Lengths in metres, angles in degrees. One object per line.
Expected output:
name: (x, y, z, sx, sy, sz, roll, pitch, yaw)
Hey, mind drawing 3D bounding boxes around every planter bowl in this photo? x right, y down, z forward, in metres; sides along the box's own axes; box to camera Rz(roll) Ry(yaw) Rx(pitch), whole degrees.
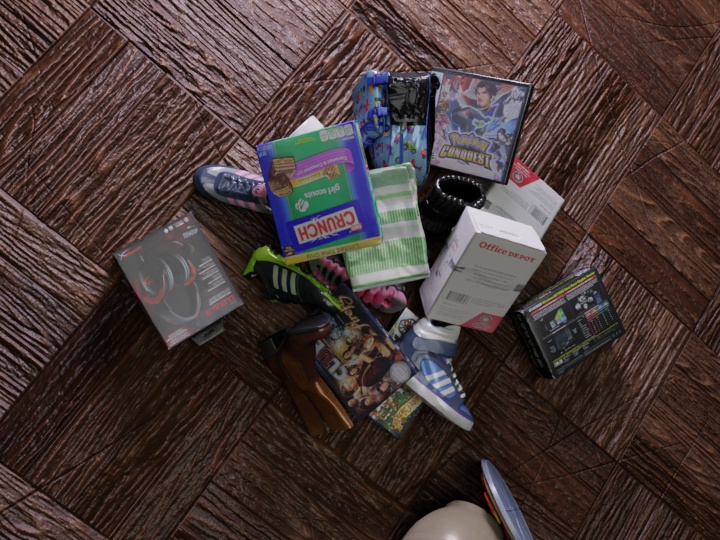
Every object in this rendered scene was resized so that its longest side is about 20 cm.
planter bowl: (0.175, 0.500, 1.254, 0.201, 0.200, 0.135, 51, 47, -7)

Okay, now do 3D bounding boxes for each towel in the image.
towel: (0.035, -0.072, 1.221, 0.151, 0.023, 0.202, -12, 102, 0)

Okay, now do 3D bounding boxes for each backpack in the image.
backpack: (0.059, -0.244, 1.279, 0.133, 0.182, 0.203, -1, 94, -13)

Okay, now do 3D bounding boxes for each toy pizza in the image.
toy pizza: (0.261, 0.438, 1.280, 0.032, 0.200, 0.201, -30, 95, 9)

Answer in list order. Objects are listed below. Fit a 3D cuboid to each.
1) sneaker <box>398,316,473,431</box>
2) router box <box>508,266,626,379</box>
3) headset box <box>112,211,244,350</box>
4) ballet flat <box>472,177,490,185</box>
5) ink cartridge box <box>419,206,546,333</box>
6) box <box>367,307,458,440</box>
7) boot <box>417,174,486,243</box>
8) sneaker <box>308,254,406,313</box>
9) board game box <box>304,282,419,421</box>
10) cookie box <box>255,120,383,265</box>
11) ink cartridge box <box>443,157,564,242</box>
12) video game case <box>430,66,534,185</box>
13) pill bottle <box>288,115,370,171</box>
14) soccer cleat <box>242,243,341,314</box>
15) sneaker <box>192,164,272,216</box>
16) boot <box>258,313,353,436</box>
sneaker: (0.158, 0.175, 1.278, 0.199, 0.081, 0.147, 39, 81, -4)
router box: (0.412, 0.103, 1.414, 0.199, 0.062, 0.151, -27, 94, -17)
headset box: (-0.300, 0.027, 1.194, 0.148, 0.075, 0.201, -30, 94, -18)
ballet flat: (0.198, -0.249, 1.373, 0.067, 0.067, 0.202, -12, 79, -32)
ink cartridge box: (0.214, 0.002, 1.264, 0.145, 0.083, 0.201, 15, 125, -19)
box: (0.073, 0.189, 1.314, 0.136, 0.038, 0.201, 39, 76, -11)
boot: (0.108, -0.100, 1.276, 0.209, 0.158, 0.080, -17, 78, -25)
sneaker: (0.000, 0.000, 1.301, 0.198, 0.079, 0.096, 26, 57, -14)
board game box: (-0.012, 0.142, 1.239, 0.135, 0.035, 0.200, -42, 81, 11)
cookie box: (-0.063, -0.127, 1.164, 0.169, 0.075, 0.202, -12, 101, 9)
ink cartridge box: (0.278, -0.096, 1.378, 0.144, 0.084, 0.201, 38, 76, -11)
video game case: (0.201, -0.270, 1.312, 0.198, 0.025, 0.183, 18, 99, 27)
pill bottle: (-0.051, -0.169, 1.268, 0.113, 0.113, 0.200, -45, 98, -15)
soccer cleat: (-0.118, 0.032, 1.224, 0.199, 0.067, 0.081, 33, 88, 25)
sneaker: (-0.192, -0.143, 1.238, 0.198, 0.082, 0.071, 14, 83, -15)
boot: (-0.074, 0.185, 1.199, 0.068, 0.187, 0.201, -32, 94, -51)
